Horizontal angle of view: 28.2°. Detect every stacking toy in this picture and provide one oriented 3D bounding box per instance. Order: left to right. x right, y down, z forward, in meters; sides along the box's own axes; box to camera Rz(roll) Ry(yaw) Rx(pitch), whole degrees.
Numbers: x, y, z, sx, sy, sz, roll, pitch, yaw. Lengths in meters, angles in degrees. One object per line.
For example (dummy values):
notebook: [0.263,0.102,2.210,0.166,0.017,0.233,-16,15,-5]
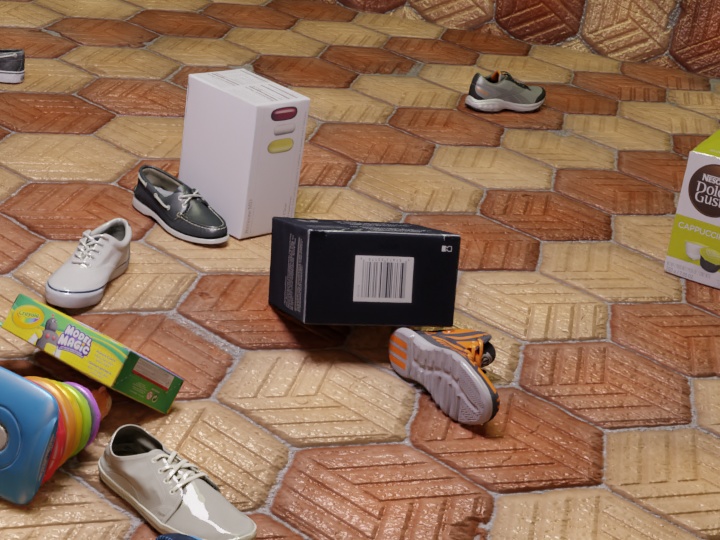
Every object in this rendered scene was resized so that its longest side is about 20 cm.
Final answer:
stacking toy: [-0.303,0.149,1.425,0.109,0.118,0.200,23,11,19]

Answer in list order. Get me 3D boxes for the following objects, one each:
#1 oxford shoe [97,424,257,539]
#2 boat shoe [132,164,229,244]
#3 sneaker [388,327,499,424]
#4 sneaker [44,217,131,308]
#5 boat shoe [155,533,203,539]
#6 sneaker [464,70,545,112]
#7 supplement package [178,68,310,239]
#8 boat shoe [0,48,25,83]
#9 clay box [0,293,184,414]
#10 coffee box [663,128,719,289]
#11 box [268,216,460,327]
oxford shoe: [-0.178,0.206,1.366,0.199,0.059,0.075,27,26,34]
boat shoe: [-0.261,-0.095,2.059,0.199,0.061,0.075,25,27,35]
sneaker: [0.127,0.112,1.686,0.111,0.079,0.200,-6,26,-31]
sneaker: [-0.345,-0.014,1.814,0.072,0.072,0.200,11,22,6]
boat shoe: [-0.136,0.277,1.169,0.068,0.085,0.200,8,17,-34]
sneaker: [0.303,-0.367,2.923,0.198,0.081,0.074,-6,24,-35]
supplement package: [-0.174,-0.172,2.092,0.110,0.203,0.155,-14,31,-44]
boat shoe: [-0.702,-0.381,2.571,0.196,0.069,0.074,5,22,-10]
clay box: [-0.299,0.085,1.555,0.198,0.048,0.115,25,-8,30]
coffee box: [0.602,-0.087,2.195,0.197,0.201,0.199,19,24,24]
box: [0.000,0.000,1.792,0.194,0.119,0.200,2,6,-17]
